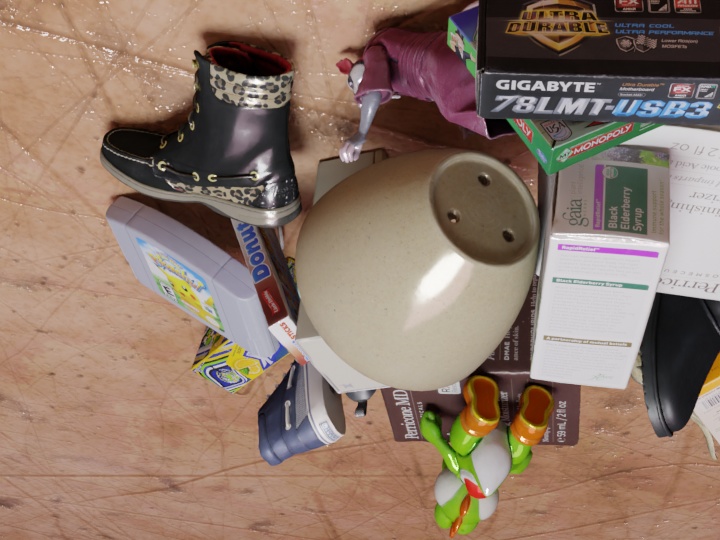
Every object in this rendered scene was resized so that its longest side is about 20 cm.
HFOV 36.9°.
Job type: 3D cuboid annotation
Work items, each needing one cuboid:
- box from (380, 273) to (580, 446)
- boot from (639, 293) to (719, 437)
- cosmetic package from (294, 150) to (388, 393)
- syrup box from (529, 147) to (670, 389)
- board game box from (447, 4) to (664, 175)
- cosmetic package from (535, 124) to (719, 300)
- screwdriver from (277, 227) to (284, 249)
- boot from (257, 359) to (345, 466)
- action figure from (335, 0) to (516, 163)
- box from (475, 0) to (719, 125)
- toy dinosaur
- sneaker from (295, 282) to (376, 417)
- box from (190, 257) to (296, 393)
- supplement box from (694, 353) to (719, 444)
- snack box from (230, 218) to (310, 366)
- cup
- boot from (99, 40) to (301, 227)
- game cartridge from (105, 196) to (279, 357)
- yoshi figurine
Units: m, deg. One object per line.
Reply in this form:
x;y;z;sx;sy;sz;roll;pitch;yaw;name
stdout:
0.129;0.074;1.125;0.199;0.165;0.166;-1;146;10;box
0.359;0.060;1.034;0.168;0.201;0.076;-6;149;27;boot
0.000;0.000;1.002;0.073;0.201;0.104;-10;144;20;cosmetic package
0.172;0.003;0.791;0.081;0.079;0.200;6;147;7;syrup box
0.177;-0.154;0.726;0.199;0.135;0.029;-24;149;-12;board game box
0.237;-0.103;0.840;0.164;0.166;0.200;8;147;0;cosmetic package
-0.080;-0.078;1.049;0.029;0.028;0.200;26;149;23;screwdriver
-0.071;0.127;1.200;0.090;0.200;0.073;-26;118;13;boot
0.055;-0.162;0.840;0.199;0.134;0.150;14;117;37;action figure
0.176;-0.184;0.700;0.199;0.199;0.050;3;148;6;box
0.330;0.131;1.190;0.047;0.200;0.088;-44;167;6;toy dinosaur
-0.009;0.083;1.129;0.077;0.141;0.200;-6;169;25;sneaker
-0.115;0.067;1.234;0.064;0.070;0.200;31;140;-20;box
0.388;0.117;1.172;0.073;0.126;0.200;-33;135;14;supplement box
-0.087;-0.006;1.017;0.024;0.200;0.072;-28;139;5;snack box
0.066;-0.020;0.876;0.200;0.201;0.143;19;149;-19;cup
-0.142;-0.134;0.950;0.203;0.074;0.154;19;131;17;boot
-0.173;0.004;1.100;0.200;0.040;0.134;29;150;24;game cartridge
0.119;0.178;1.075;0.112;0.112;0.200;-21;145;-35;yoshi figurine
